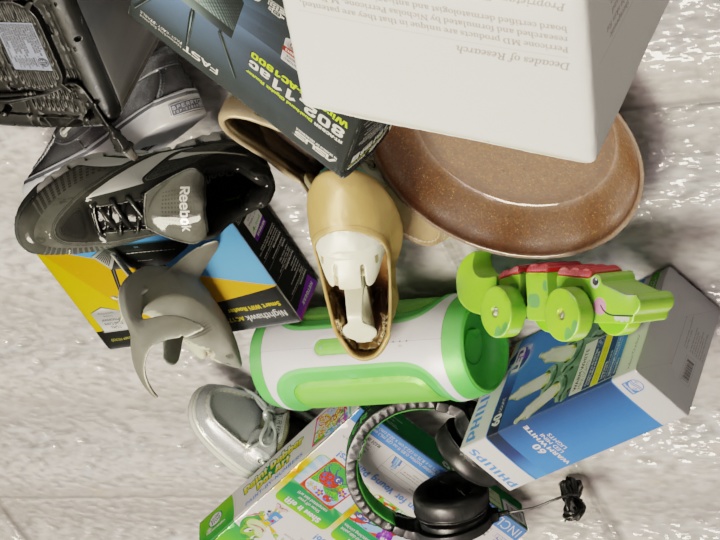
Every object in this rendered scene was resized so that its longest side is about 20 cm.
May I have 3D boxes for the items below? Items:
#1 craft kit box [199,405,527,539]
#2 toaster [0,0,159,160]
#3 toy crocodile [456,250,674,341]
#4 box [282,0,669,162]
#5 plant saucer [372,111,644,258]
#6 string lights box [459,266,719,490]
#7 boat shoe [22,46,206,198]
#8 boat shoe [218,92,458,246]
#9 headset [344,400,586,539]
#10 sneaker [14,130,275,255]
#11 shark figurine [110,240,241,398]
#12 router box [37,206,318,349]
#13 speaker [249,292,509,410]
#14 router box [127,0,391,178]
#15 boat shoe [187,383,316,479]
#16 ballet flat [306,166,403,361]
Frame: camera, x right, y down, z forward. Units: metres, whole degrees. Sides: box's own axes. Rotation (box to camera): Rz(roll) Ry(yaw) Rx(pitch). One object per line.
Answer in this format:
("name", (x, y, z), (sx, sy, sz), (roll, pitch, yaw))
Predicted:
("craft kit box", (0.002, 0.215, 1.980), (0.200, 0.049, 0.197), (38, 109, -25))
("toaster", (-0.245, -0.191, 1.667), (0.180, 0.119, 0.201), (5, 137, 26))
("toy crocodile", (0.145, 0.017, 1.707), (0.067, 0.062, 0.199), (-5, -176, -34))
("box", (0.077, -0.204, 1.406), (0.199, 0.200, 0.172), (12, 141, 20))
("plant saucer", (0.104, -0.091, 1.651), (0.199, 0.037, 0.201), (13, 140, 11))
("string lights box", (0.170, 0.084, 1.768), (0.059, 0.103, 0.200), (39, 140, -19))
("boat shoe", (-0.195, -0.108, 1.782), (0.200, 0.071, 0.068), (-29, 82, 46))
("boat shoe", (-0.016, -0.072, 1.721), (0.200, 0.065, 0.072), (37, 141, -14))
("headset", (0.086, 0.161, 1.905), (0.199, 0.094, 0.124), (18, 111, -3))
("sneaker", (-0.149, -0.051, 1.701), (0.090, 0.199, 0.067), (34, 135, 60))
("shark figurine", (-0.139, 0.015, 1.780), (0.089, 0.214, 0.128), (-39, 83, 9))
("router box", (-0.153, -0.014, 1.876), (0.199, 0.051, 0.149), (-9, 131, 34))
("speaker", (0.013, 0.065, 1.850), (0.199, 0.089, 0.089), (-5, 133, 33))
("router box", (-0.058, -0.171, 1.577), (0.200, 0.062, 0.150), (38, 155, 8))
("boat shoe", (-0.051, 0.148, 1.998), (0.201, 0.075, 0.065), (32, 136, -15))
("ballet flat", (0.000, 0.000, 1.715), (0.068, 0.063, 0.200), (-2, 149, 8))
